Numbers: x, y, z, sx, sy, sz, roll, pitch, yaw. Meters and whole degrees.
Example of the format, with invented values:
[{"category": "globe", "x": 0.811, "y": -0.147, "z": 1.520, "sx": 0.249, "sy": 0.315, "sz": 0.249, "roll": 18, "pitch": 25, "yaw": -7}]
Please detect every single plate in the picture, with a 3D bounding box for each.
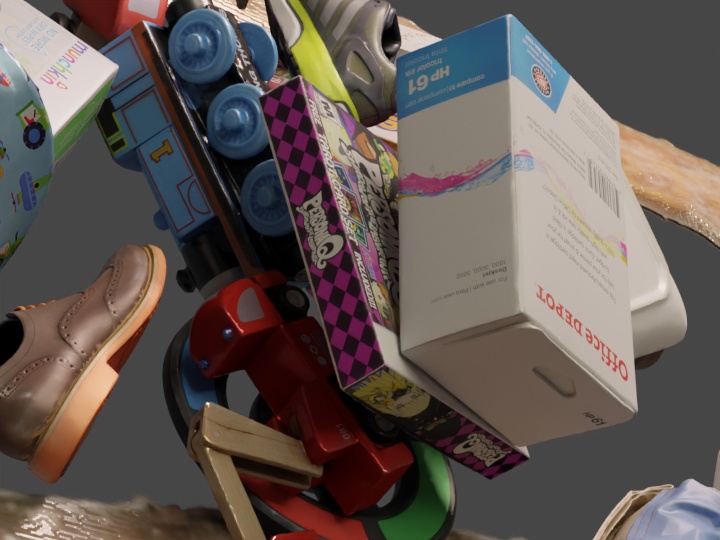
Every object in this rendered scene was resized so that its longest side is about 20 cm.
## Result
[{"category": "plate", "x": 0.129, "y": -0.032, "z": 1.538, "sx": 0.199, "sy": 0.032, "sz": 0.201, "roll": -15, "pitch": 78, "yaw": -53}]

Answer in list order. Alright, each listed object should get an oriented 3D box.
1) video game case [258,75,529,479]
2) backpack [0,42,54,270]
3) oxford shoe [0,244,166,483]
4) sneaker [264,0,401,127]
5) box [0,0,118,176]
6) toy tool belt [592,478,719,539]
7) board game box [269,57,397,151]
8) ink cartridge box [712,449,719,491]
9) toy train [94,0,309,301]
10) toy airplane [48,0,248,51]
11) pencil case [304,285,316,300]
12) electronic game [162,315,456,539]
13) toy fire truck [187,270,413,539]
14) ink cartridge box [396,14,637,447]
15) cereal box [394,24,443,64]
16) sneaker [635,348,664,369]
[{"category": "video game case", "x": 0.020, "y": 0.006, "z": 1.393, "sx": 0.181, "sy": 0.036, "sz": 0.201, "roll": 36, "pitch": 32, "yaw": -53}, {"category": "backpack", "x": -0.257, "y": -0.043, "z": 1.191, "sx": 0.182, "sy": 0.200, "sz": 0.134, "roll": 42, "pitch": 30, "yaw": 6}, {"category": "oxford shoe", "x": -0.161, "y": 0.033, "z": 1.325, "sx": 0.073, "sy": 0.071, "sz": 0.200, "roll": 29, "pitch": 30, "yaw": -4}, {"category": "sneaker", "x": -0.017, "y": -0.164, "z": 1.601, "sx": 0.080, "sy": 0.074, "sz": 0.201, "roll": -17, "pitch": 55, "yaw": -5}, {"category": "box", "x": -0.261, "y": -0.096, "z": 1.371, "sx": 0.176, "sy": 0.097, "sz": 0.200, "roll": 34, "pitch": 29, "yaw": -1}, {"category": "toy tool belt", "x": 0.195, "y": 0.197, "z": 1.427, "sx": 0.125, "sy": 0.123, "sz": 0.200, "roll": 36, "pitch": 30, "yaw": -3}, {"category": "board game box", "x": -0.013, "y": -0.109, "z": 1.651, "sx": 0.199, "sy": 0.030, "sz": 0.095, "roll": 24, "pitch": 25, "yaw": 21}, {"category": "ink cartridge box", "x": 0.341, "y": 0.191, "z": 1.635, "sx": 0.199, "sy": 0.084, "sz": 0.145, "roll": 34, "pitch": 30, "yaw": -6}, {"category": "toy train", "x": -0.088, "y": -0.071, "z": 1.462, "sx": 0.201, "sy": 0.114, "sz": 0.087, "roll": 64, "pitch": 21, "yaw": 14}, {"category": "toy airplane", "x": -0.166, "y": -0.238, "z": 1.624, "sx": 0.199, "sy": 0.141, "sz": 0.200, "roll": 43, "pitch": 30, "yaw": 10}, {"category": "pencil case", "x": 0.000, "y": 0.000, "z": 1.530, "sx": 0.200, "sy": 0.091, "sz": 0.094, "roll": 40, "pitch": -6, "yaw": 8}, {"category": "electronic game", "x": -0.028, "y": 0.096, "z": 1.407, "sx": 0.199, "sy": 0.042, "sz": 0.201, "roll": 28, "pitch": 31, "yaw": -18}, {"category": "toy fire truck", "x": -0.047, "y": 0.097, "z": 1.315, "sx": 0.141, "sy": 0.049, "sz": 0.200, "roll": -16, "pitch": 64, "yaw": -48}, {"category": "ink cartridge box", "x": 0.089, "y": -0.019, "z": 1.370, "sx": 0.144, "sy": 0.084, "sz": 0.201, "roll": 39, "pitch": 41, "yaw": -47}, {"category": "cereal box", "x": 0.051, "y": -0.143, "z": 1.707, "sx": 0.199, "sy": 0.040, "sz": 0.144, "roll": 20, "pitch": 11, "yaw": 13}, {"category": "sneaker", "x": 0.149, "y": -0.021, "z": 1.647, "sx": 0.075, "sy": 0.071, "sz": 0.201, "roll": 12, "pitch": 40, "yaw": -37}]
